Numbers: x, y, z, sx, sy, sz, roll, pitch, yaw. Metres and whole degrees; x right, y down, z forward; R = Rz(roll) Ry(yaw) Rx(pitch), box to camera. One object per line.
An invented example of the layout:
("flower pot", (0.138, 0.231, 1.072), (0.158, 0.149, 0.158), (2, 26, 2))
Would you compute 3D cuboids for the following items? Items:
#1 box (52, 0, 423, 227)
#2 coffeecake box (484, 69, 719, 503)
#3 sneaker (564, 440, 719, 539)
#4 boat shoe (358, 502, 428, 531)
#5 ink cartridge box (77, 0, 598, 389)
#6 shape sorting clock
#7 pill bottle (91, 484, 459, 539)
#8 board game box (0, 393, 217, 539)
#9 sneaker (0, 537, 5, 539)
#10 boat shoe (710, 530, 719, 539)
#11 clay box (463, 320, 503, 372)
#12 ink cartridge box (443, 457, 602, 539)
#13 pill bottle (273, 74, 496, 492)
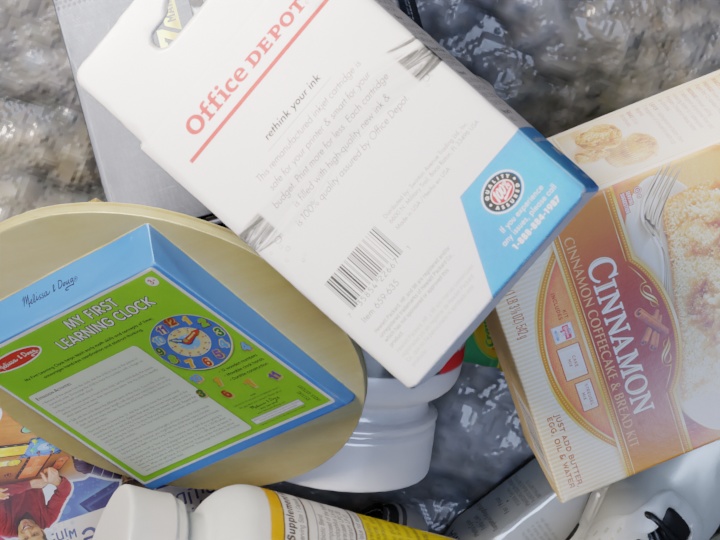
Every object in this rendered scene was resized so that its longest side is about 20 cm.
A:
("box", (-0.058, -0.124, 1.197), (0.157, 0.051, 0.200), (-15, 86, 13))
("coffeecake box", (0.157, -0.002, 1.234), (0.200, 0.073, 0.154), (-22, 119, -3))
("sneaker", (0.136, 0.158, 1.347), (0.074, 0.080, 0.200), (42, 92, -22))
("boat shoe", (-0.052, 0.186, 1.353), (0.200, 0.070, 0.066), (-44, 116, 6))
("ink cartridge box", (-0.010, -0.059, 1.126), (0.200, 0.067, 0.116), (42, 101, 6))
("shape sorting clock", (-0.094, 0.036, 1.212), (0.200, 0.039, 0.200), (7, 143, 5))
("pill bottle", (-0.031, 0.167, 1.258), (0.200, 0.113, 0.113), (17, 100, -16))
("board game box", (-0.164, 0.089, 1.300), (0.200, 0.034, 0.136), (-17, 111, -13))
("sneaker", (-0.175, 0.191, 1.269), (0.088, 0.081, 0.200), (-40, 137, 20))
("boat shoe", (0.220, 0.171, 1.391), (0.200, 0.065, 0.072), (-43, 117, -13))
("clay box", (0.147, -0.001, 1.335), (0.200, 0.048, 0.115), (6, 113, 7))
("ink cartridge box", (0.080, 0.212, 1.418), (0.200, 0.047, 0.160), (-36, 114, 1))
("pill bottle", (0.000, 0.000, 1.285), (0.114, 0.114, 0.200), (2, 105, -19))
